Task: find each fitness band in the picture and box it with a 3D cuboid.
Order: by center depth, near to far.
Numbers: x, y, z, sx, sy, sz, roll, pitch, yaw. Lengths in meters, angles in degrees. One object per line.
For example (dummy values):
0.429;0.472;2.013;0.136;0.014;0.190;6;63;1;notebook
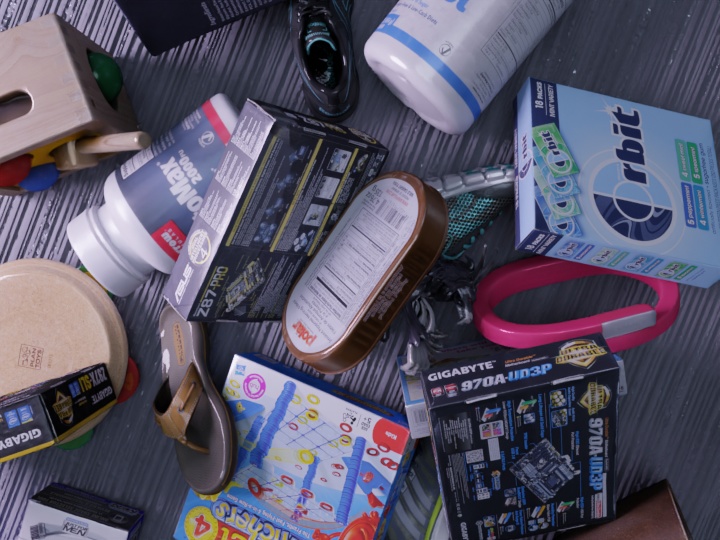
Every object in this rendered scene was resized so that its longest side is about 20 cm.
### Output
0.206;0.029;0.765;0.197;0.144;0.038;-12;118;0;fitness band

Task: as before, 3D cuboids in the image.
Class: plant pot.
0.236;0.324;0.767;0.198;0.187;0.189;-23;91;17;plant pot

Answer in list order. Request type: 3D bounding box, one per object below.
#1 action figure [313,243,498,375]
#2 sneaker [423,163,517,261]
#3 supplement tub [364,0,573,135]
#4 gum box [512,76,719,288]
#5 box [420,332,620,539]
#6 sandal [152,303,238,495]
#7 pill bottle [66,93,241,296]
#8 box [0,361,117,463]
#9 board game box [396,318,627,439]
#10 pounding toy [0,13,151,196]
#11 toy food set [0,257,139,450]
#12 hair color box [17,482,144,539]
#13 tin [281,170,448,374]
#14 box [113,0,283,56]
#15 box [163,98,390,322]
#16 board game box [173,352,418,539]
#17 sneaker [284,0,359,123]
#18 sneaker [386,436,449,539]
0.048;0.045;0.764;0.198;0.119;0.103;-22;84;25;action figure
0.099;-0.053;0.803;0.197;0.078;0.092;-12;100;9;sneaker
0.110;-0.245;0.762;0.132;0.132;0.201;39;92;0;supplement tub
0.244;-0.084;0.751;0.197;0.045;0.172;11;62;-10;gum box
0.143;0.158;0.696;0.157;0.046;0.202;-12;126;1;box
-0.174;0.122;0.780;0.081;0.054;0.202;-26;69;34;sandal
-0.179;-0.068;0.778;0.199;0.120;0.120;-36;91;2;pill bottle
-0.343;0.147;0.719;0.198;0.160;0.050;-19;91;1;box
0.137;0.100;0.767;0.197;0.135;0.035;-12;103;2;board game box
-0.288;-0.138;0.745;0.198;0.184;0.144;-21;91;1;pounding toy
-0.331;0.088;0.821;0.195;0.049;0.203;-5;91;1;toy food set
-0.308;0.338;0.820;0.108;0.065;0.202;17;94;1;hair color box
0.000;0.000;0.725;0.042;0.112;0.201;31;96;-37;tin
-0.152;-0.344;0.742;0.198;0.118;0.199;-22;70;2;box
-0.074;-0.044;0.737;0.049;0.160;0.202;39;112;32;box
-0.063;0.209;0.789;0.198;0.056;0.198;20;92;17;board game box
-0.037;-0.253;0.791;0.074;0.079;0.203;-13;90;2;sneaker
0.056;0.224;0.807;0.080;0.074;0.203;7;90;4;sneaker
